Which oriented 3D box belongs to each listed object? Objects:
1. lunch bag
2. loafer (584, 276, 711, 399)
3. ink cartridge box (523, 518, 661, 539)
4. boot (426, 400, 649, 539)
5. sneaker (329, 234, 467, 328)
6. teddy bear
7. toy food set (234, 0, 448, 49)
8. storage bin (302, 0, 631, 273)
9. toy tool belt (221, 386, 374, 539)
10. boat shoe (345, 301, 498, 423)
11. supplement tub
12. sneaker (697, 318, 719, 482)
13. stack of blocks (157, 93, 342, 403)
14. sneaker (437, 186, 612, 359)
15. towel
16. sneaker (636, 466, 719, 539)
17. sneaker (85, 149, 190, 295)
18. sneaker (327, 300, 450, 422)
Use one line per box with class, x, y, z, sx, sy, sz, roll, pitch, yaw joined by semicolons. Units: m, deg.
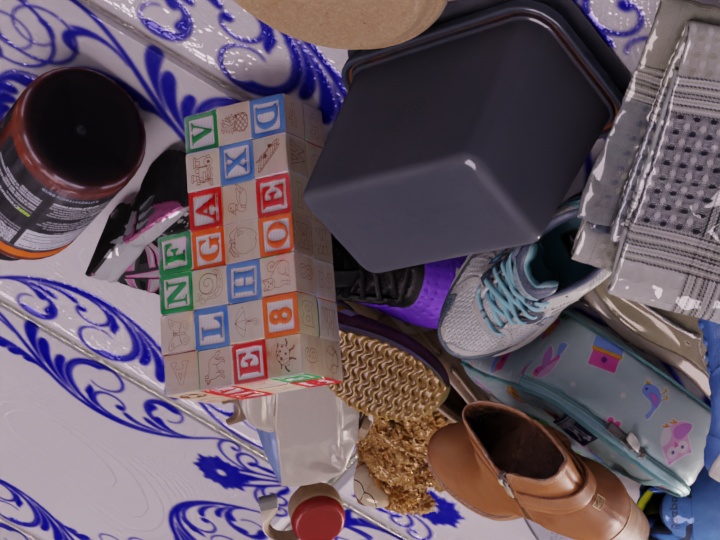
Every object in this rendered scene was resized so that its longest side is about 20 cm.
lunch bag;0.170;0.095;1.394;0.160;0.077;0.200;38;174;-17
loafer;0.236;0.033;1.331;0.199;0.076;0.068;37;120;-4
ink cartridge box;0.179;0.208;1.532;0.199;0.051;0.160;16;-178;35
boot;0.102;0.130;1.349;0.199;0.074;0.155;17;165;37
sneaker;0.000;0.000;1.413;0.199;0.099;0.070;20;106;12
teddy bear;0.027;0.150;1.651;0.144;0.067;0.200;33;147;-4
toy food set;-0.029;-0.219;1.192;0.197;0.049;0.200;30;148;-2
storage bin;0.065;-0.074;1.245;0.199;0.135;0.146;-10;132;45
toy tool belt;-0.051;0.114;1.589;0.124;0.123;0.201;-11;122;-8
boat shoe;0.034;0.055;1.513;0.199;0.065;0.071;34;147;-9
supplement tub;-0.250;-0.075;1.504;0.107;0.107;0.200;35;147;-13
sneaker;0.238;0.033;1.257;0.111;0.077;0.201;23;109;17
stack of blocks;-0.082;-0.013;1.362;0.114;0.202;0.058;-10;167;27
sneaker;0.115;-0.001;1.279;0.200;0.086;0.078;-40;83;33
towel;0.240;-0.052;1.152;0.198;0.035;0.194;18;120;2
sneaker;0.238;0.172;1.462;0.078;0.067;0.200;-3;178;-4
sneaker;-0.147;-0.032;1.534;0.086;0.081;0.200;24;158;-17
sneaker;-0.021;0.045;1.463;0.199;0.090;0.075;23;123;-9
